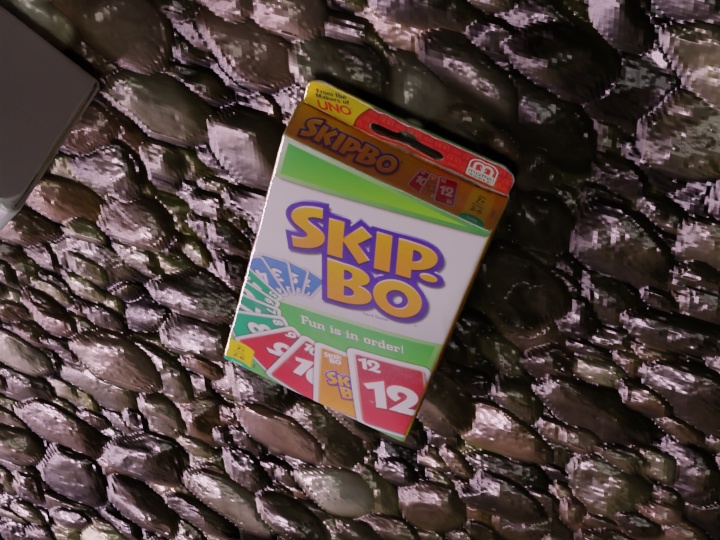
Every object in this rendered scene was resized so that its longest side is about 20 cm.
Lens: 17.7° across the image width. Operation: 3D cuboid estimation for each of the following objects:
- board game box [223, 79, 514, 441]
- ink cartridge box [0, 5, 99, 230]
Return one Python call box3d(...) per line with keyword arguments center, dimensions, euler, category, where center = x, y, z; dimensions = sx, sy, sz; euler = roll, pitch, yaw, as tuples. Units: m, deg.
box3d(center=(0.000, 0.000, 1.006), dimensions=(0.095, 0.030, 0.201), euler=(25, 143, 4), category="board game box")
box3d(center=(-0.226, -0.060, 1.030), dimensions=(0.144, 0.084, 0.200), euler=(38, 146, -13), category="ink cartridge box")
